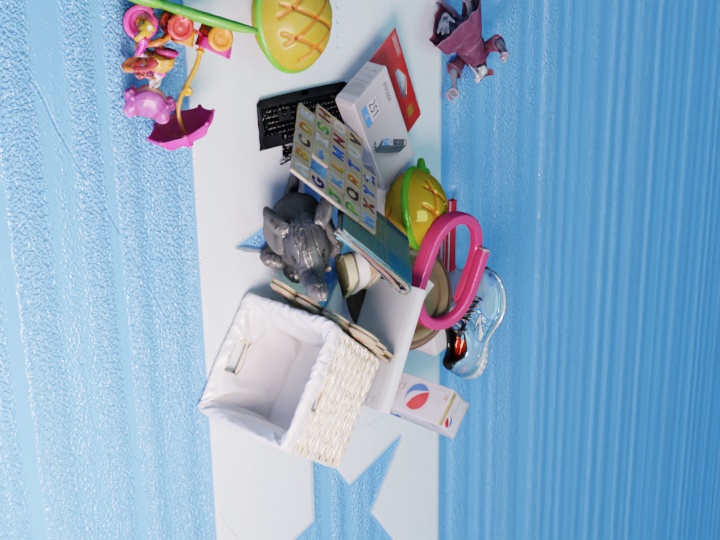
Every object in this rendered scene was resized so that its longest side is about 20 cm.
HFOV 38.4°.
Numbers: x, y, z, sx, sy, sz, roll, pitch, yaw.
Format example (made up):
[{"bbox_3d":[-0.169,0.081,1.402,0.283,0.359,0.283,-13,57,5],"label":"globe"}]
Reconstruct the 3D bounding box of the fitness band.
[{"bbox_3d":[0.148,0.001,1.733,0.142,0.037,0.204,11,100,-45],"label":"fitness band"}]

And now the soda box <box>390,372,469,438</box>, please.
[{"bbox_3d":[0.088,0.222,1.794,0.064,0.198,0.069,43,70,-45],"label":"soda box"}]

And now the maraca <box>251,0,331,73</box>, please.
[{"bbox_3d":[-0.100,-0.384,1.471,0.136,0.106,0.204,-30,122,-42],"label":"maraca"}]

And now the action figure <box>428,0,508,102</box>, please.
[{"bbox_3d":[0.182,-0.403,1.828,0.200,0.132,0.151,43,26,-58],"label":"action figure"}]

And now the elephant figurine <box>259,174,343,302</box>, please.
[{"bbox_3d":[-0.081,-0.051,1.523,0.154,0.200,0.142,38,85,-3],"label":"elephant figurine"}]

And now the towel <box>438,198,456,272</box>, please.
[{"bbox_3d":[0.108,-0.043,1.877,0.198,0.022,0.147,-20,117,-42],"label":"towel"}]

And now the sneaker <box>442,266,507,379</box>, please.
[{"bbox_3d":[0.196,0.091,1.824,0.089,0.078,0.204,11,93,-45],"label":"sneaker"}]

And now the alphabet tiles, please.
[{"bbox_3d":[-0.035,-0.164,1.553,0.166,0.008,0.202,36,35,-26],"label":"alphabet tiles"}]

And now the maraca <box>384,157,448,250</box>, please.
[{"bbox_3d":[0.100,-0.115,1.766,0.200,0.105,0.140,-59,142,-61],"label":"maraca"}]

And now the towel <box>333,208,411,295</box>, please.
[{"bbox_3d":[0.021,-0.049,1.550,0.146,0.201,0.022,41,108,-15],"label":"towel"}]

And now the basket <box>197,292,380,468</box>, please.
[{"bbox_3d":[-0.102,0.169,1.570,0.160,0.198,0.201,33,77,-49],"label":"basket"}]

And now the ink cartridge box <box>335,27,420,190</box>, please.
[{"bbox_3d":[0.048,-0.264,1.705,0.177,0.044,0.201,-53,145,-23],"label":"ink cartridge box"}]

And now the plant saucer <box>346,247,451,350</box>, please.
[{"bbox_3d":[0.070,0.036,1.775,0.196,0.029,0.204,2,83,-19],"label":"plant saucer"}]

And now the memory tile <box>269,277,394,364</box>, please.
[{"bbox_3d":[-0.043,0.079,1.591,0.017,0.198,0.153,-58,158,-8],"label":"memory tile"}]

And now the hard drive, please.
[{"bbox_3d":[0.031,0.118,1.675,0.026,0.131,0.204,20,85,-36],"label":"hard drive"}]

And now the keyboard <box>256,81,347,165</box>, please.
[{"bbox_3d":[-0.075,-0.228,1.606,0.198,0.039,0.106,-23,116,-42],"label":"keyboard"}]

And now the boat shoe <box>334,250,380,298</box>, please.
[{"bbox_3d":[0.000,0.000,1.645,0.067,0.200,0.076,-14,92,-8],"label":"boat shoe"}]

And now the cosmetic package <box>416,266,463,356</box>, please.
[{"bbox_3d":[0.158,0.072,1.906,0.199,0.101,0.075,-34,126,-38],"label":"cosmetic package"}]

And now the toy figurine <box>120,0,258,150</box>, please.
[{"bbox_3d":[-0.251,-0.254,1.355,0.197,0.150,0.187,11,103,-27],"label":"toy figurine"}]
